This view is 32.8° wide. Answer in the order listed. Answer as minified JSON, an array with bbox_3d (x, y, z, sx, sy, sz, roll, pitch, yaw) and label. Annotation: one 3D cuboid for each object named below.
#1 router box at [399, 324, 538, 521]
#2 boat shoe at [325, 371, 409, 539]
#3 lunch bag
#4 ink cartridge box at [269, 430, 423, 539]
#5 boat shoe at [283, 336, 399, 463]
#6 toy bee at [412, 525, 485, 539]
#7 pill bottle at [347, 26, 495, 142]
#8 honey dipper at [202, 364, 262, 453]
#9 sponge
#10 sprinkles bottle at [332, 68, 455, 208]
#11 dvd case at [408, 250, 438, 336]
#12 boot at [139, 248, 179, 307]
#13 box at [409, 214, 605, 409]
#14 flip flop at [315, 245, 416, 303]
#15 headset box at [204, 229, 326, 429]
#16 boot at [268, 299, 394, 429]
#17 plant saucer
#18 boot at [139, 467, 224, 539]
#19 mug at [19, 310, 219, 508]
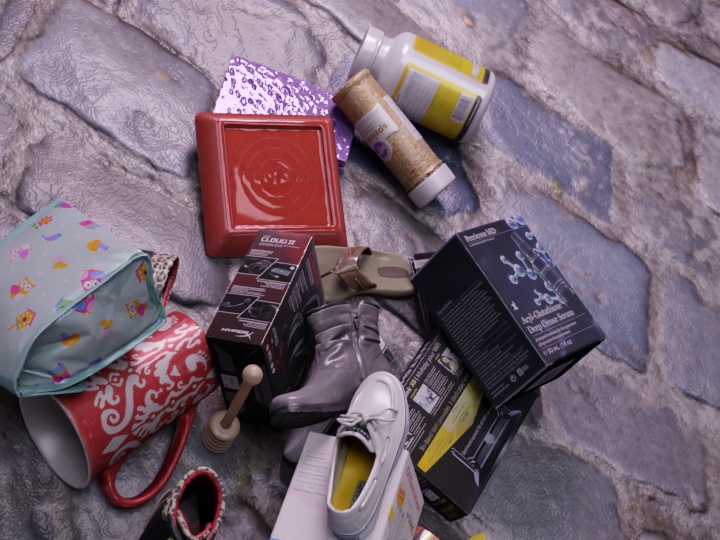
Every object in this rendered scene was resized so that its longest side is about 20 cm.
[{"bbox_3d":[0.113,0.185,1.537,0.157,0.052,0.201,41,58,-6],"label":"router box"},{"bbox_3d":[0.001,0.182,1.319,0.074,0.087,0.204,8,54,18],"label":"boat shoe"},{"bbox_3d":[-0.336,0.041,1.306,0.169,0.123,0.200,28,55,34],"label":"lunch bag"},{"bbox_3d":[-0.013,0.285,1.379,0.124,0.129,0.202,9,55,19],"label":"ink cartridge box"},{"bbox_3d":[-0.015,0.167,1.502,0.071,0.072,0.200,45,63,-10],"label":"boat shoe"},{"bbox_3d":[0.123,0.363,1.426,0.198,0.109,0.132,26,54,-5],"label":"toy bee"},{"bbox_3d":[0.086,-0.273,1.764,0.198,0.112,0.113,24,56,-7],"label":"pill bottle"},{"bbox_3d":[-0.141,0.156,1.383,0.037,0.200,0.038,9,60,-16],"label":"honey dipper"},{"bbox_3d":[-0.103,-0.220,1.712,0.198,0.030,0.113,19,58,-10],"label":"sponge"},{"bbox_3d":[0.046,-0.184,1.705,0.068,0.068,0.201,-40,92,-33],"label":"sprinkles bottle"},{"bbox_3d":[0.154,0.067,1.640,0.147,0.016,0.203,-7,75,-24],"label":"dvd case"},{"bbox_3d":[-0.314,0.036,1.446,0.152,0.074,0.205,16,53,3],"label":"boot"},{"bbox_3d":[0.186,0.048,1.549,0.148,0.107,0.201,-17,67,-48],"label":"box"},{"bbox_3d":[0.000,0.000,1.606,0.198,0.058,0.082,2,66,-26],"label":"flip flop"},{"bbox_3d":[-0.103,0.061,1.463,0.076,0.150,0.201,8,46,18],"label":"headset box"},{"bbox_3d":[-0.044,0.107,1.432,0.199,0.069,0.133,-5,73,-48],"label":"boot"},{"bbox_3d":[-0.113,-0.120,1.624,0.197,0.037,0.203,-1,74,-22],"label":"plant saucer"},{"bbox_3d":[-0.205,0.312,1.287,0.073,0.154,0.206,22,62,-11],"label":"boot"},{"bbox_3d":[-0.266,0.156,1.404,0.133,0.179,0.199,23,41,38],"label":"mug"}]
